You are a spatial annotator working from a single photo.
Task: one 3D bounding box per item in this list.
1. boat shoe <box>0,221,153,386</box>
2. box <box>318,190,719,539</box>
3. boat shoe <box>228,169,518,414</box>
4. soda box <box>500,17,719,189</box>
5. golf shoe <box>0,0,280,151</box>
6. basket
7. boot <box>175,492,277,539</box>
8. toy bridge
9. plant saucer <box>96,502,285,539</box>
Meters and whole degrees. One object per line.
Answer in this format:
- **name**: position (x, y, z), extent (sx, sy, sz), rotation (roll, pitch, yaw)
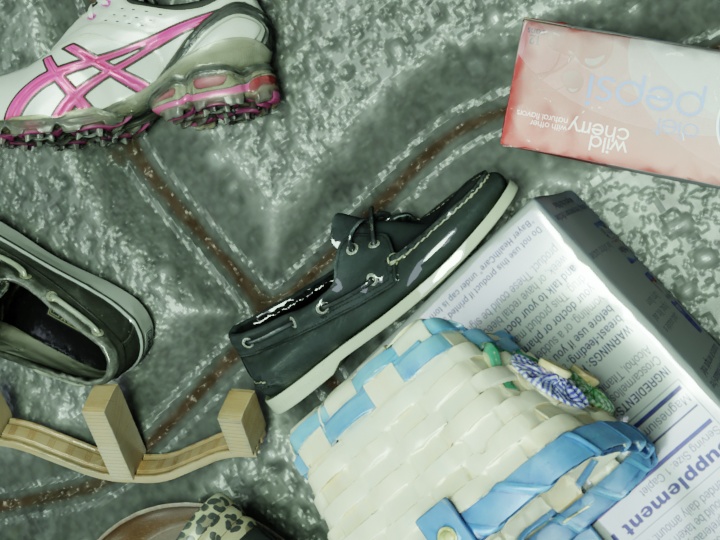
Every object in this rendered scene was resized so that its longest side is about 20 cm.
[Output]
- **boat shoe**: position (-0.228, 0.014, 0.856), extent (0.199, 0.064, 0.071), rotation (21, 112, 10)
- **box**: position (0.105, 0.091, 0.741), extent (0.184, 0.105, 0.200), rotation (-44, 81, 18)
- **boat shoe**: position (0.000, -0.001, 0.783), extent (0.066, 0.075, 0.199), rotation (47, 118, -4)
- **soda box**: position (0.178, -0.080, 0.718), extent (0.199, 0.063, 0.071), rotation (13, 100, 18)
- **golf shoe**: position (-0.147, -0.122, 0.824), extent (0.198, 0.073, 0.093), rotation (-9, 87, 10)
- **basket**: position (0.073, 0.121, 0.608), extent (0.139, 0.176, 0.201), rotation (-39, 72, 14)
- **boot**: position (-0.066, 0.247, 0.807), extent (0.153, 0.073, 0.205), rotation (32, 104, 16)
- **toy bridge**: position (-0.153, 0.102, 0.857), extent (0.198, 0.027, 0.068), rotation (0, 131, 18)
- **plant saucer**: position (-0.094, 0.241, 0.866), extent (0.199, 0.032, 0.202), rotation (2, 97, 19)
